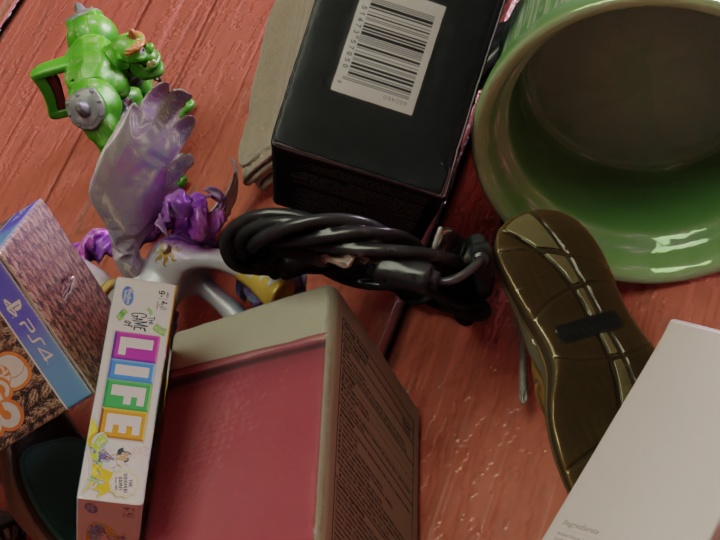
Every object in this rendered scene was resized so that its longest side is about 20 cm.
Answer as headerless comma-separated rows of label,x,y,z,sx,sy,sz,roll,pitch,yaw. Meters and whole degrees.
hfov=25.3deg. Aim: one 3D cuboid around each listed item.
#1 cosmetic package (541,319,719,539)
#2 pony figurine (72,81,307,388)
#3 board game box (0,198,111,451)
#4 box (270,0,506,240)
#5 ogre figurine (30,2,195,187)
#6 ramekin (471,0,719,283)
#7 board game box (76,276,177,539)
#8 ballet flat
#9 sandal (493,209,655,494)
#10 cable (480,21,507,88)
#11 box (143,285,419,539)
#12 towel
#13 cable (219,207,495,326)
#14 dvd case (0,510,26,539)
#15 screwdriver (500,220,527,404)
cosmetic package,0.153,0.137,0.777,0.085,0.108,0.200,15,60,41
pony figurine,-0.131,-0.003,1.086,0.200,0.167,0.193,34,80,32
board game box,-0.256,0.062,0.947,0.200,0.097,0.159,-31,12,4
box,0.015,-0.111,0.999,0.107,0.200,0.149,17,83,-1
ogre figurine,-0.190,-0.127,1.251,0.098,0.120,0.200,-10,46,25
ramekin,0.168,-0.099,0.938,0.200,0.200,0.098,-14,36,21
board game box,-0.135,0.115,0.912,0.034,0.200,0.135,8,56,-5
ballet flat,-0.215,0.121,1.056,0.069,0.069,0.200,-30,62,3
sandal,0.125,0.058,0.900,0.080,0.054,0.200,-11,60,-15
cable,0.088,-0.188,1.184,0.163,0.051,0.200,-2,46,25
box,-0.040,0.131,0.890,0.109,0.128,0.200,-17,42,18
towel,-0.034,-0.161,1.205,0.132,0.034,0.200,-32,39,44
cable,0.000,0.000,0.963,0.163,0.200,0.051,6,86,3
dvd case,-0.321,0.167,0.989,0.146,0.200,0.022,8,97,20
screwdriver,0.099,0.003,1.000,0.028,0.029,0.200,-15,38,20
